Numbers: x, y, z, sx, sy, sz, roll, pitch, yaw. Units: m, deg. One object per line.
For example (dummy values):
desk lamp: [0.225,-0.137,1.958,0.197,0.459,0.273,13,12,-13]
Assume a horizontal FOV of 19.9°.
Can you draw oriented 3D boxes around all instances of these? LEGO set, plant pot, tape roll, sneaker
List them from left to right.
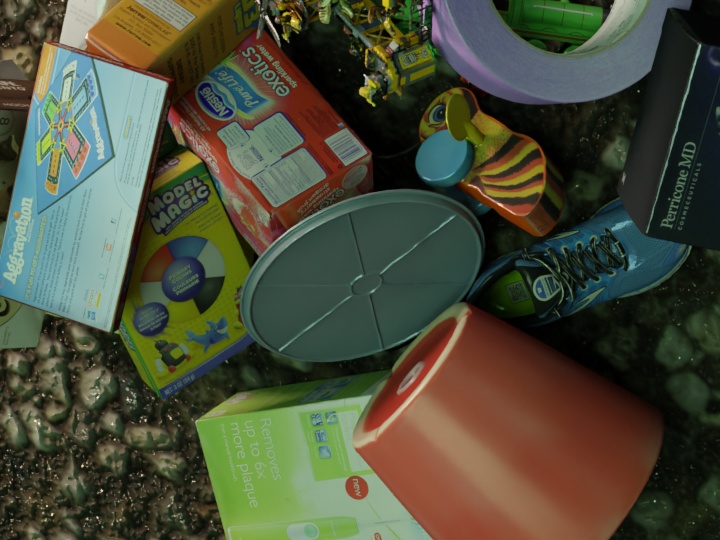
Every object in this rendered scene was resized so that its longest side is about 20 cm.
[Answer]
LEGO set: [-0.023,-0.207,1.446,0.154,0.116,0.200,53,154,25]
plant pot: [0.104,0.132,1.571,0.177,0.201,0.200,38,117,-8]
tape roll: [0.141,-0.222,1.493,0.200,0.066,0.201,-1,93,-17]
sneaker: [0.167,0.004,1.592,0.200,0.089,0.079,-27,93,27]

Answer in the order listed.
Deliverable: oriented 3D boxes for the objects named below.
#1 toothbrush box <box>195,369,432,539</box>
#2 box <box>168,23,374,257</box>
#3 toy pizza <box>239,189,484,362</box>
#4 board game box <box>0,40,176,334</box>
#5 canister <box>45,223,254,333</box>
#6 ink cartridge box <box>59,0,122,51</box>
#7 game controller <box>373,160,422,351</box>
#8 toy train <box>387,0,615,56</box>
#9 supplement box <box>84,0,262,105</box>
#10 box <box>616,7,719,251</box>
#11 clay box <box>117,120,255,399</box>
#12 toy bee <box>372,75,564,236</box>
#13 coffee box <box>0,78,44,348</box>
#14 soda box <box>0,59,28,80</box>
toothbrush box: [-0.020,0.169,1.721,0.200,0.086,0.146,-9,100,24]
box: [-0.084,-0.107,1.618,0.200,0.100,0.096,49,161,26]
toy pizza: [0.000,0.000,1.595,0.200,0.200,0.032,-43,49,27]
board game box: [-0.209,-0.062,1.534,0.103,0.019,0.201,18,106,10]
canister: [-0.196,-0.014,1.750,0.200,0.087,0.149,15,108,18]
ink cartridge box: [-0.172,-0.189,1.647,0.050,0.162,0.201,24,112,30]
game controller: [-0.005,-0.033,1.685,0.104,0.042,0.200,-42,86,27]
toy train: [0.114,-0.185,1.557,0.199,0.042,0.057,7,101,-5]
supplement box: [-0.121,-0.208,1.587,0.069,0.200,0.067,33,155,21]
box: [0.301,-0.089,1.459,0.199,0.104,0.148,9,110,-8]
clay box: [-0.155,-0.008,1.623,0.048,0.115,0.200,38,156,52]
toy bee: [0.082,-0.105,1.589,0.200,0.131,0.109,26,80,19]
coffee box: [-0.297,-0.044,1.590,0.080,0.113,0.201,31,113,44]
soda box: [-0.261,-0.080,1.680,0.063,0.068,0.200,-43,80,18]
